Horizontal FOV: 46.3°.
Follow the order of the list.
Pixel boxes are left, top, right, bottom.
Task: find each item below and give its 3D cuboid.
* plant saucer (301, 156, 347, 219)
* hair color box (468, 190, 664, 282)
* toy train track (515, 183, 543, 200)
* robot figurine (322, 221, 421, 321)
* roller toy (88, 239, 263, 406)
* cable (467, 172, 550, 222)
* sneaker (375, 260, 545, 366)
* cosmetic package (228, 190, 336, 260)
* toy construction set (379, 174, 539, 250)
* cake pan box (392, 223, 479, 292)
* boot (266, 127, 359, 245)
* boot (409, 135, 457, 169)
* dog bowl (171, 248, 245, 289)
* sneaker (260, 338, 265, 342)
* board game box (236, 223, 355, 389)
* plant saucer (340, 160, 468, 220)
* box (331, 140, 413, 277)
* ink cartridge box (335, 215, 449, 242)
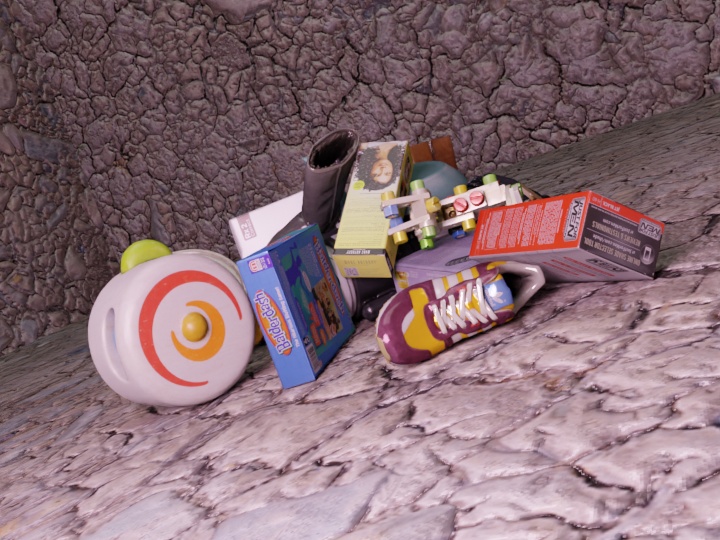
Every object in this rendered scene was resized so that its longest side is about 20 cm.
[{"bbox_3d":[-0.034,-0.115,1.386,0.019,0.200,0.070,-44,54,-8],"label":"plant saucer"},{"bbox_3d":[0.211,-0.030,0.894,0.100,0.062,0.199,19,-9,-23],"label":"hair color box"},{"bbox_3d":[0.299,-0.091,1.314,0.199,0.114,0.033,-9,-45,-57],"label":"toy train track"},{"bbox_3d":[0.001,0.000,1.188,0.198,0.126,0.150,-23,8,-25],"label":"robot figurine"},{"bbox_3d":[-0.227,0.076,1.039,0.139,0.200,0.184,-11,46,53],"label":"roller toy"},{"bbox_3d":[0.236,-0.104,1.431,0.197,0.051,0.163,10,-21,-16],"label":"cable"},{"bbox_3d":[0.102,0.034,0.849,0.199,0.076,0.090,-27,5,-39],"label":"sneaker"},{"bbox_3d":[-0.111,-0.029,1.435,0.163,0.167,0.200,-22,-2,-3],"label":"cosmetic package"},{"bbox_3d":[0.133,-0.079,1.065,0.197,0.094,0.131,-2,-9,20],"label":"toy construction set"},{"bbox_3d":[0.165,-0.018,1.091,0.198,0.053,0.183,-25,17,-28],"label":"cake pan box"},{"bbox_3d":[-0.072,-0.093,1.221,0.183,0.072,0.200,-54,-2,-26],"label":"boot"},{"bbox_3d":[0.123,-0.131,1.529,0.187,0.202,0.068,-23,8,-25],"label":"boot"},{"bbox_3d":[-0.266,0.065,1.294,0.197,0.074,0.202,-1,49,1],"label":"dog bowl"},{"bbox_3d":[-0.079,0.041,1.280,0.198,0.083,0.078,-20,7,-2],"label":"sneaker"},{"bbox_3d":[-0.071,0.035,1.014,0.044,0.154,0.200,-18,7,16],"label":"board game box"},{"bbox_3d":[0.060,-0.123,1.250,0.197,0.036,0.200,-15,17,5],"label":"plant saucer"},{"bbox_3d":[0.020,-0.086,1.132,0.074,0.050,0.202,-1,54,17],"label":"box"},{"bbox_3d":[0.079,-0.052,1.344,0.198,0.085,0.145,-19,-18,12],"label":"ink cartridge box"}]
